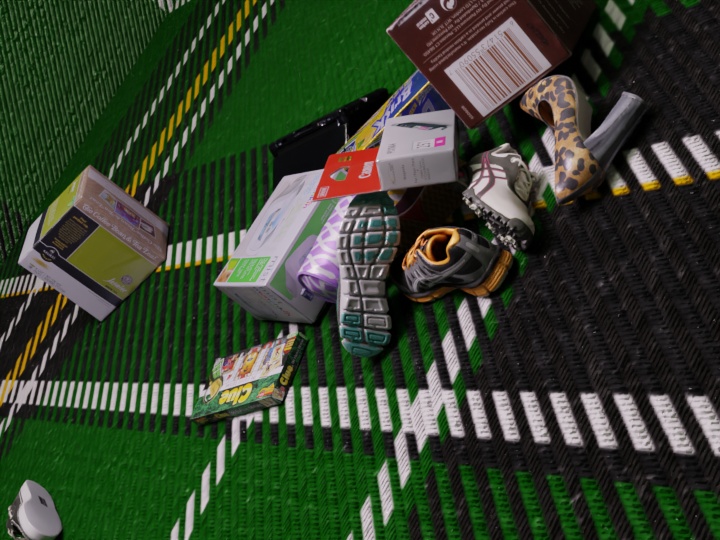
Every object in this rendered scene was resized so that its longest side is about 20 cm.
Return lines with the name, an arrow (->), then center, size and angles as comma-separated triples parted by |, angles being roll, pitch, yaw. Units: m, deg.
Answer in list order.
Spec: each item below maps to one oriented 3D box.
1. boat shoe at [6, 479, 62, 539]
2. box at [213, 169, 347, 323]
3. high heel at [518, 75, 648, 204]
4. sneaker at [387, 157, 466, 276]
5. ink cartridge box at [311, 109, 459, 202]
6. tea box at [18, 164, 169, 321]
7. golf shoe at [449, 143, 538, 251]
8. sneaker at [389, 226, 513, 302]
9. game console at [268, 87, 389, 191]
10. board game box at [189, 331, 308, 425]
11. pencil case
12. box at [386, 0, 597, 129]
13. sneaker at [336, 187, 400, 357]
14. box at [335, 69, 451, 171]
boat shoe -> -0.511, 0.390, 1.831 | 0.064, 0.071, 0.200 | -53, 17, -4
box -> -0.085, -0.033, 1.644 | 0.200, 0.097, 0.176 | -58, 24, -16
high heel -> 0.212, -0.145, 1.324 | 0.143, 0.071, 0.200 | -53, 32, -10
sneaker -> 0.055, -0.071, 1.494 | 0.200, 0.075, 0.090 | -42, 26, 0
ink cartridge box -> 0.033, -0.144, 1.441 | 0.174, 0.044, 0.200 | -7, 21, 8
tea box -> -0.501, -0.051, 2.234 | 0.197, 0.200, 0.134 | -41, 27, 19
golf shoe -> 0.161, -0.092, 1.340 | 0.088, 0.077, 0.200 | -40, 27, 6
sneaker -> 0.089, -0.015, 1.353 | 0.200, 0.077, 0.078 | -10, 50, 57
game console -> -0.047, -0.186, 1.873 | 0.176, 0.116, 0.200 | -32, 10, -40
board game box -> -0.154, 0.149, 1.604 | 0.200, 0.023, 0.105 | -21, 41, 47
pencil case -> -0.004, -0.046, 1.539 | 0.200, 0.085, 0.084 | -61, 20, -17
box -> 0.165, -0.311, 1.453 | 0.166, 0.164, 0.200 | -36, 12, 32
sneaker -> 0.000, 0.000, 1.416 | 0.091, 0.078, 0.200 | -163, 80, -80
box -> 0.049, -0.190, 1.656 | 0.200, 0.070, 0.064 | -45, 27, 14
